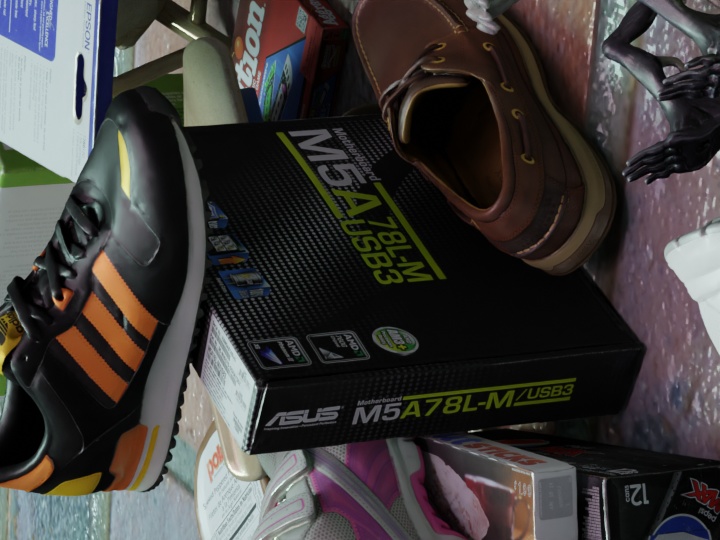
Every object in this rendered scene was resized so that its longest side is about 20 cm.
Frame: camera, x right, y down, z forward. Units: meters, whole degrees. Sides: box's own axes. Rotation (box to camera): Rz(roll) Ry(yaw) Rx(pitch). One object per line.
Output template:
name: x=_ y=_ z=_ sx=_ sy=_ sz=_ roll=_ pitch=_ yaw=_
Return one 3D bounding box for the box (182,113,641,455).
box: x=0.000 y=0.000 z=1.309 sx=0.200 sy=0.192 sz=0.048 roll=-123 pitch=36 yaw=-45

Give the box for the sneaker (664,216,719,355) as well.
sneaker: x=0.192 y=0.003 z=1.079 sx=0.087 sy=0.074 sz=0.200 roll=70 pitch=159 yaw=4

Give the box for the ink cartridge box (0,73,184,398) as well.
ink cartridge box: x=-0.177 y=-0.017 z=1.710 sx=0.076 sy=0.147 sz=0.200 roll=64 pitch=146 yaw=37

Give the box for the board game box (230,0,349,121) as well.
board game box: x=-0.052 y=-0.071 z=1.594 sx=0.103 sy=0.019 sz=0.201 roll=53 pitch=139 yaw=49

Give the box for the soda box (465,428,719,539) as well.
soda box: x=0.088 y=0.112 z=1.283 sx=0.200 sy=0.070 sz=0.064 roll=4 pitch=97 yaw=63

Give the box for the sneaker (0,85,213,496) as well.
sneaker: x=-0.122 y=0.016 z=1.239 sx=0.070 sy=0.090 sz=0.201 roll=50 pitch=139 yaw=49

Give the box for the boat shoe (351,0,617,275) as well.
boat shoe: x=0.045 y=-0.079 z=1.322 sx=0.072 sy=0.067 sz=0.200 roll=-54 pitch=44 yaw=20

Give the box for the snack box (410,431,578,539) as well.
snack box: x=0.038 y=0.108 z=1.275 sx=0.200 sy=0.024 sz=0.072 roll=12 pitch=107 yaw=63

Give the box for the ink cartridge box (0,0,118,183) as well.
ink cartridge box: x=-0.167 y=-0.114 z=1.401 sx=0.200 sy=0.039 sz=0.100 roll=31 pitch=122 yaw=48

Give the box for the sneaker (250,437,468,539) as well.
sneaker: x=-0.013 y=0.115 z=1.251 sx=0.200 sy=0.088 sz=0.082 roll=54 pitch=142 yaw=45

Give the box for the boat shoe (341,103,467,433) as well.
boat shoe: x=0.013 y=0.020 z=1.434 sx=0.068 sy=0.072 sz=0.201 roll=137 pitch=133 yaw=-63

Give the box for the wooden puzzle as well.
wooden puzzle: x=-0.060 y=-0.004 z=1.520 sx=0.200 sy=0.046 sz=0.186 roll=108 pitch=150 yaw=-65

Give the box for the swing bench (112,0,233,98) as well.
swing bench: x=-0.196 y=-0.179 z=1.583 sx=0.199 sy=0.199 sz=0.130 roll=18 pitch=114 yaw=24

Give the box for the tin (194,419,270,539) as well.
tin: x=-0.047 y=0.171 z=1.608 sx=0.112 sy=0.042 sz=0.201 roll=-51 pitch=49 yaw=49

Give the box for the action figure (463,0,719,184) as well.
action figure: x=0.100 y=-0.143 z=1.187 sx=0.119 sy=0.102 sz=0.201 roll=103 pitch=149 yaw=-55
